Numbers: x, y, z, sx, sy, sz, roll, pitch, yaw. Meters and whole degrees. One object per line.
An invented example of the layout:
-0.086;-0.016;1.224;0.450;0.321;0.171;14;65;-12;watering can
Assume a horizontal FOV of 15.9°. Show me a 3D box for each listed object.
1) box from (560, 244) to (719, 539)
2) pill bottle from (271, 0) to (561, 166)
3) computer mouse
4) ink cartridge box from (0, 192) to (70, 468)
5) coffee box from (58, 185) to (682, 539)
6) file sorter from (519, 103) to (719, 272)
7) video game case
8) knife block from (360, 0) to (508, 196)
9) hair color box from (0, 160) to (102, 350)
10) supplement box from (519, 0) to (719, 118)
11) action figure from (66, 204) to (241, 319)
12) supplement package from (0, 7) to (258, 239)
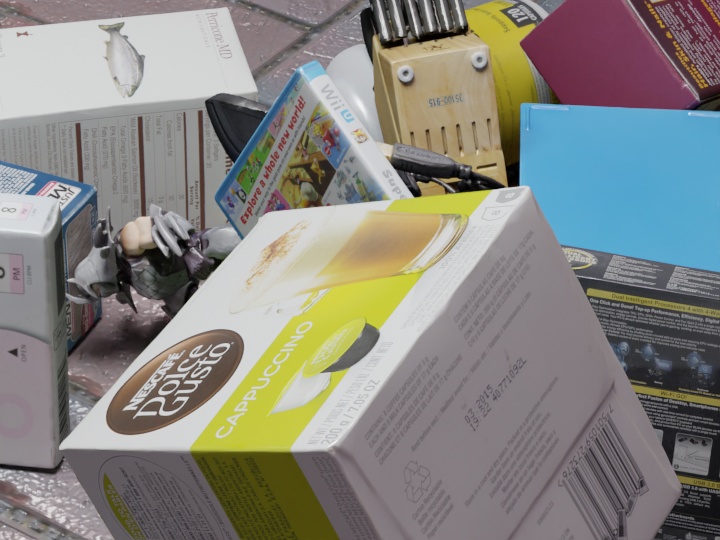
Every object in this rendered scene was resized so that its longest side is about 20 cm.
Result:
0.143;0.074;1.457;0.199;0.162;0.049;9;23;13;box
0.043;-0.110;1.753;0.199;0.113;0.112;-20;41;-27;pill bottle
-0.006;-0.055;1.497;0.199;0.046;0.140;20;-4;4;computer mouse
-0.272;0.030;1.511;0.198;0.164;0.057;3;31;3;ink cartridge box
0.008;0.101;1.311;0.197;0.201;0.200;-3;36;43;coffee box
0.165;0.003;1.592;0.138;0.123;0.201;2;35;2;file sorter
0.000;0.000;1.448;0.018;0.143;0.201;-26;75;-34;video game case
0.045;-0.103;1.648;0.064;0.201;0.176;-10;12;-4;knife block
-0.265;-0.022;1.635;0.199;0.101;0.061;16;38;19;hair color box
0.208;-0.147;1.746;0.111;0.086;0.200;56;31;9;supplement box
-0.087;-0.011;1.588;0.199;0.130;0.070;-14;78;-3;action figure
-0.174;-0.091;1.718;0.199;0.118;0.117;-7;36;-11;supplement package
